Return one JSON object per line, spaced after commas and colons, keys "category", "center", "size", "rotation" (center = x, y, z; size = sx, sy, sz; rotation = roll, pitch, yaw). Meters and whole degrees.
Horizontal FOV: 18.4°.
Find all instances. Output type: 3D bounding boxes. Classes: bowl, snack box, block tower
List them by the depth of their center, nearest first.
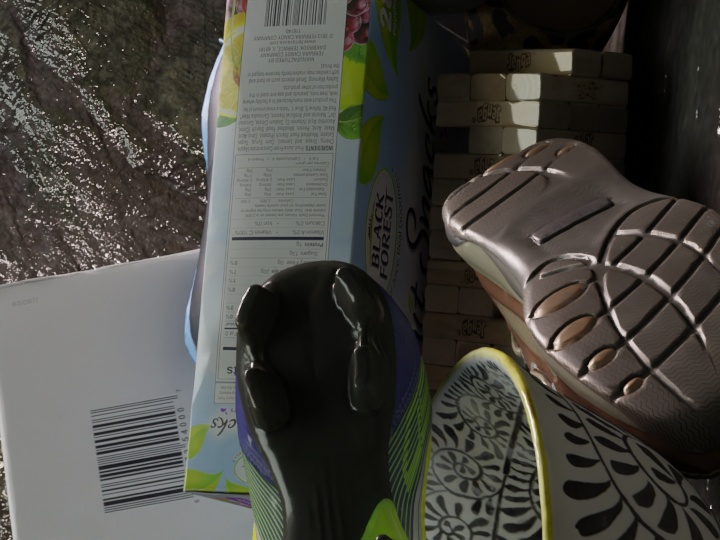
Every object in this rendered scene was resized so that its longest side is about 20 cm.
{"category": "bowl", "center": [0.064, 0.127, 0.622], "size": [0.201, 0.094, 0.201], "rotation": [-172, 90, -79]}
{"category": "block tower", "center": [0.060, 0.017, 0.842], "size": [0.058, 0.054, 0.200], "rotation": [5, 93, 46]}
{"category": "snack box", "center": [0.000, 0.000, 0.883], "size": [0.169, 0.068, 0.200], "rotation": [29, -118, -65]}

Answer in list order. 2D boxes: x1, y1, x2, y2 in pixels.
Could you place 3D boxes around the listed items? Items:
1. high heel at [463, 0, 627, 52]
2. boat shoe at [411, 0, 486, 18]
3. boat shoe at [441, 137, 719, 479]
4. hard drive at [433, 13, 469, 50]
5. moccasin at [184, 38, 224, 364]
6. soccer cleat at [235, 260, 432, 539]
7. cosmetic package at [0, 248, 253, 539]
{"category": "high heel", "center": [0.081, -0.128, 0.841], "size": [0.143, 0.071, 0.200], "rotation": [-89, 14, -71]}
{"category": "boat shoe", "center": [0.027, -0.144, 0.850], "size": [0.201, 0.070, 0.072], "rotation": [162, 111, -64]}
{"category": "boat shoe", "center": [0.088, 0.019, 0.714], "size": [0.200, 0.076, 0.072], "rotation": [-120, 5, -65]}
{"category": "hard drive", "center": [0.014, -0.049, 1.112], "size": [0.200, 0.038, 0.140], "rotation": [-56, -7, -10]}
{"category": "moccasin", "center": [-0.026, -0.040, 0.988], "size": [0.068, 0.080, 0.200], "rotation": [-34, 46, 46]}
{"category": "soccer cleat", "center": [-0.002, 0.094, 0.634], "size": [0.084, 0.065, 0.200], "rotation": [59, -154, -59]}
{"category": "cosmetic package", "center": [-0.095, 0.129, 1.042], "size": [0.200, 0.123, 0.200], "rotation": [86, 173, -61]}
